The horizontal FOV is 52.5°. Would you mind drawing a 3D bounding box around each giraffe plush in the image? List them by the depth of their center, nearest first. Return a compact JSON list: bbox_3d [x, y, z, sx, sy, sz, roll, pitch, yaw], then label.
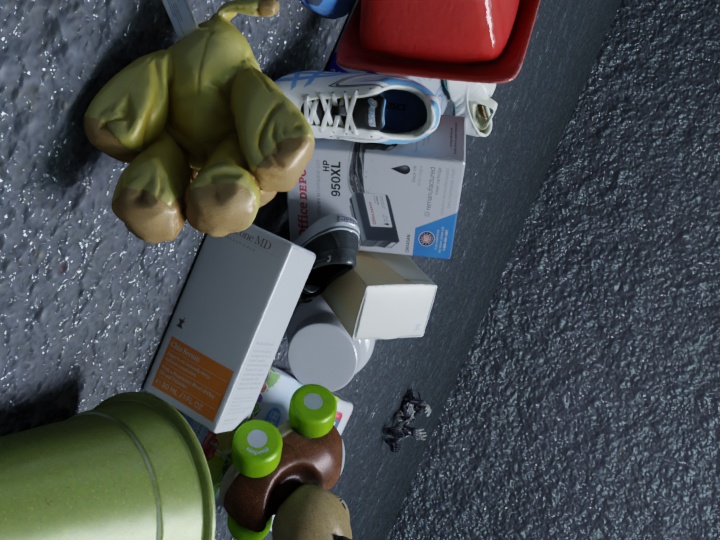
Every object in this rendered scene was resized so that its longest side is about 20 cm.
[{"bbox_3d":[-0.118,-0.111,0.600,0.162,0.167,0.206,77,5,-76],"label":"giraffe plush"}]

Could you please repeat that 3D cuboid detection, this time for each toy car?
[{"bbox_3d":[-0.044,0.264,0.794,0.156,0.199,0.167,-27,145,-35],"label":"toy car"}]

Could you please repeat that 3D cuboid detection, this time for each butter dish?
[{"bbox_3d":[0.079,-0.305,0.729,0.149,0.195,0.203,75,31,-53],"label":"butter dish"}]

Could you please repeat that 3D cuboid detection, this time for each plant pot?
[{"bbox_3d":[-0.244,0.196,0.547,0.188,0.197,0.205,14,100,-58],"label":"plant pot"}]

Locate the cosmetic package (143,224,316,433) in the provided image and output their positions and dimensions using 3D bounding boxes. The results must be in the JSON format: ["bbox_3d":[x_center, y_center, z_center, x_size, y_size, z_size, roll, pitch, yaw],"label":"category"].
[{"bbox_3d":[-0.136,0.053,0.768,0.205,0.099,0.071,-67,161,0],"label":"cosmetic package"}]

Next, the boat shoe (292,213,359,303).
[{"bbox_3d":[-0.064,0.003,0.847,0.199,0.067,0.058,-40,-132,51],"label":"boat shoe"}]

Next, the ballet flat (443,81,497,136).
[{"bbox_3d":[0.152,-0.238,0.965,0.071,0.068,0.200,-62,162,-11],"label":"ballet flat"}]

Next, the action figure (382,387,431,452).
[{"bbox_3d":[0.139,0.400,1.955,0.200,0.100,0.122,-42,139,-48],"label":"action figure"}]

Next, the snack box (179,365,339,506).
[{"bbox_3d":[-0.134,0.201,0.900,0.199,0.067,0.172,31,82,-51],"label":"snack box"}]

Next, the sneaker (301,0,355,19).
[{"bbox_3d":[-0.025,-0.300,0.702,0.067,0.077,0.200,-65,163,-8],"label":"sneaker"}]

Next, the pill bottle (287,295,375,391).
[{"bbox_3d":[-0.034,0.073,0.970,0.200,0.117,0.122,-66,174,-71],"label":"pill bottle"}]

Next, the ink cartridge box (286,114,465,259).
[{"bbox_3d":[0.015,-0.100,0.832,0.147,0.194,0.086,92,5,-46],"label":"ink cartridge box"}]

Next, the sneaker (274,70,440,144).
[{"bbox_3d":[-0.014,-0.163,0.732,0.073,0.194,0.074,-120,-152,-76],"label":"sneaker"}]

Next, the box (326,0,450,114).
[{"bbox_3d":[0.061,-0.278,0.923,0.204,0.103,0.184,-67,162,-1],"label":"box"}]

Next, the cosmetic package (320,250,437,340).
[{"bbox_3d":[0.000,0.000,0.905,0.103,0.200,0.073,0,119,-30],"label":"cosmetic package"}]

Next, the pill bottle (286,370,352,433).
[{"bbox_3d":[-0.102,0.262,1.056,0.204,0.117,0.120,-65,161,-6],"label":"pill bottle"}]
